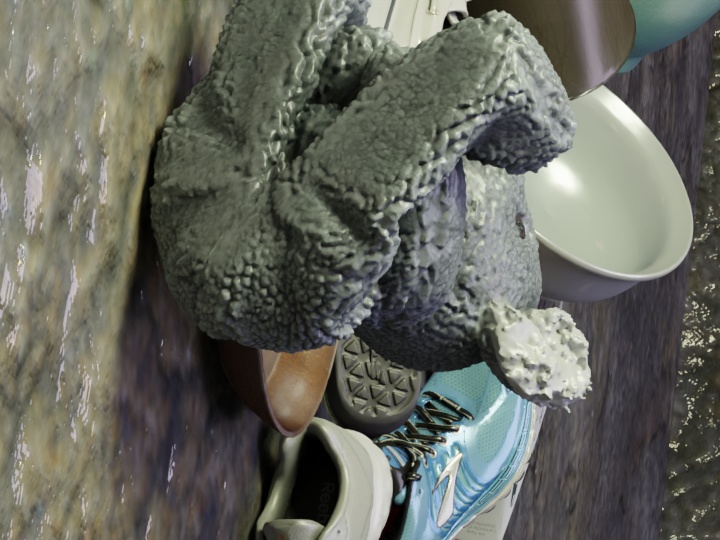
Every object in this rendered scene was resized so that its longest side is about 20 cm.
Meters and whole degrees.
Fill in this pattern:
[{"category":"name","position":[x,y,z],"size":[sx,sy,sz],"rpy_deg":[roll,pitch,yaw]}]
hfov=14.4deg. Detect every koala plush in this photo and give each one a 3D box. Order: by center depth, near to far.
[{"category":"koala plush","position":[0.016,-0.016,1.317],"size":[0.184,0.177,0.200],"rpy_deg":[-55,140,-7]}]

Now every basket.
[{"category":"basket","position":[0.092,-0.232,1.764],"size":[0.181,0.135,0.201],"rpy_deg":[-108,-175,-52]}]

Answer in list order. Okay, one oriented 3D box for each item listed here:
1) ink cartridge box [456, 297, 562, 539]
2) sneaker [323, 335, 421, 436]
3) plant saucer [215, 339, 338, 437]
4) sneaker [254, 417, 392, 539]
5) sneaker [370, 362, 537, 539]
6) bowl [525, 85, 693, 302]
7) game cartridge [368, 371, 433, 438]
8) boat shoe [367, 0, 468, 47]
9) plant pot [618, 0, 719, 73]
[{"category":"ink cartridge box","position":[0.105,0.139,2.113],"size":[0.200,0.043,0.175],"rpy_deg":[-66,163,-54]},{"category":"sneaker","position":[0.000,0.000,1.631],"size":[0.083,0.071,0.202],"rpy_deg":[162,-64,-77]},{"category":"plant saucer","position":[-0.041,-0.016,1.461],"size":[0.200,0.034,0.202],"rpy_deg":[4,90,-78]},{"category":"sneaker","position":[-0.031,0.173,1.521],"size":[0.092,0.075,0.201],"rpy_deg":[47,41,-64]},{"category":"sneaker","position":[0.038,0.118,1.689],"size":[0.201,0.078,0.090],"rpy_deg":[-60,149,-17]},{"category":"bowl","position":[0.122,-0.049,1.946],"size":[0.090,0.201,0.202],"rpy_deg":[-47,-166,36]},{"category":"game cartridge","position":[0.025,0.055,1.793],"size":[0.200,0.038,0.130],"rpy_deg":[68,33,-64]},{"category":"boat shoe","position":[0.030,-0.147,1.597],"size":[0.072,0.065,0.201],"rpy_deg":[-54,-165,51]},{"category":"plant pot","position":[0.181,-0.231,2.098],"size":[0.135,0.199,0.200],"rpy_deg":[-61,178,24]}]
